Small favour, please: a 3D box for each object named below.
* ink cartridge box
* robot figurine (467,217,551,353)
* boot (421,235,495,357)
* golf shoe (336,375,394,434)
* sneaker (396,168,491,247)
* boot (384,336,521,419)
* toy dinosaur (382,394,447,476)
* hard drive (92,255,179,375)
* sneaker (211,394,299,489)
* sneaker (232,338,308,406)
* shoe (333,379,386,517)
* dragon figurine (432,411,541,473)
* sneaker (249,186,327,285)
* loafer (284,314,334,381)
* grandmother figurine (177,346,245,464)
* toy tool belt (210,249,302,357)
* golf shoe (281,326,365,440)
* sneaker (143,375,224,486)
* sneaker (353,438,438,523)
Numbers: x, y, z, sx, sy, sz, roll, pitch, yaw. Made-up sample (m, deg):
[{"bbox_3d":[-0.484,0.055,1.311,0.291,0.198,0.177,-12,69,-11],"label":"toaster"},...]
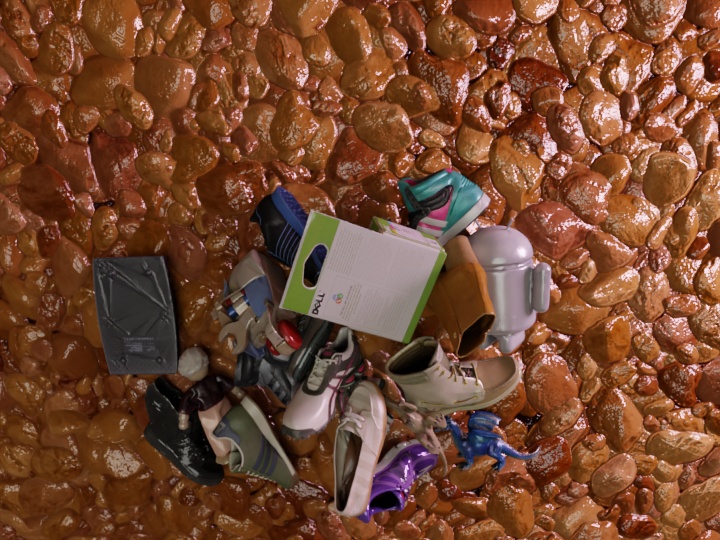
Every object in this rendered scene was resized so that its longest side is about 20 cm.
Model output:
[{"bbox_3d":[0.000,0.000,0.751,0.196,0.076,0.150,17,109,-15],"label":"ink cartridge box"},{"bbox_3d":[0.209,0.020,0.817,0.167,0.112,0.205,2,105,36],"label":"robot figurine"},{"bbox_3d":[0.126,0.063,0.779,0.069,0.146,0.202,3,144,-16],"label":"boot"},{"bbox_3d":[0.016,0.280,0.909,0.090,0.073,0.205,-8,102,4],"label":"golf shoe"},{"bbox_3d":[0.087,-0.081,0.819,0.200,0.084,0.121,-43,93,16],"label":"sneaker"},{"bbox_3d":[0.149,0.158,0.842,0.197,0.073,0.156,-22,133,11],"label":"boot"},{"bbox_3d":[0.102,0.256,0.862,0.200,0.101,0.058,45,73,-9],"label":"toy dinosaur"},{"bbox_3d":[-0.372,0.074,0.900,0.132,0.042,0.205,-2,103,3],"label":"hard drive"},{"bbox_3d":[-0.181,0.311,0.900,0.089,0.067,0.203,-35,119,-26],"label":"sneaker"},{"bbox_3d":[-0.144,0.190,0.901,0.112,0.076,0.204,-18,99,11],"label":"sneaker"},{"bbox_3d":[-0.005,0.269,0.815,0.069,0.053,0.205,-2,73,36],"label":"shoe"},{"bbox_3d":[0.210,0.281,0.900,0.195,0.059,0.102,0,110,11],"label":"dragon figurine"},{"bbox_3d":[-0.099,-0.030,0.835,0.078,0.070,0.202,-38,76,20],"label":"sneaker"},{"bbox_3d":[-0.071,0.075,0.858,0.062,0.072,0.202,28,79,12],"label":"loafer"},{"bbox_3d":[-0.258,0.227,0.912,0.060,0.120,0.204,-8,105,47],"label":"grandmother figurine"},{"bbox_3d":[-0.163,0.074,0.813,0.122,0.202,0.125,-37,135,10],"label":"toy tool belt"},{"bbox_3d":[-0.063,0.171,0.827,0.076,0.200,0.090,9,124,26],"label":"golf shoe"},{"bbox_3d":[-0.303,0.283,0.935,0.199,0.060,0.105,38,105,-3],"label":"sneaker"},{"bbox_3d":[0.061,0.355,0.882,0.197,0.083,0.082,-21,119,-34],"label":"sneaker"}]
